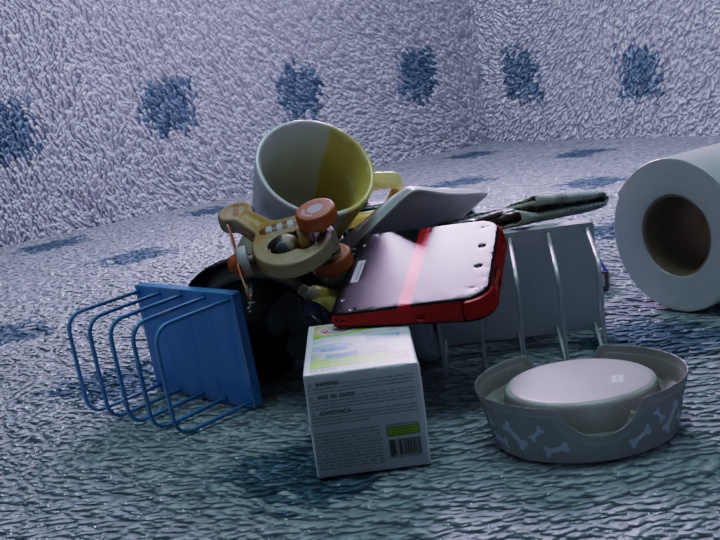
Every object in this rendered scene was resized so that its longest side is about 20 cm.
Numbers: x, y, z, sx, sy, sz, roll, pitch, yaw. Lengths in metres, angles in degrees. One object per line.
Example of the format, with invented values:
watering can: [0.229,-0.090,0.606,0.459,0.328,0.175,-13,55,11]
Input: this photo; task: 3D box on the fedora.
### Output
fedora: [-0.124,0.071,1.381,0.200,0.201,0.092,-8,52,2]

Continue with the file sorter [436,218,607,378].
file sorter: [0.184,0.037,1.325,0.199,0.139,0.125,-7,22,6]

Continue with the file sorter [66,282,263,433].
file sorter: [-0.233,0.102,1.327,0.200,0.139,0.122,3,19,46]

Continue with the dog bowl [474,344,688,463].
dog bowl: [0.211,0.125,1.080,0.199,0.059,0.200,-8,11,2]

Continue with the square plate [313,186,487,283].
square plate: [0.046,-0.050,1.474,0.198,0.029,0.200,-40,-19,28]

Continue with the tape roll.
tape roll: [0.453,-0.059,1.484,0.139,0.204,0.202,-15,13,-34]

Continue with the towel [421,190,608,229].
towel: [0.189,-0.071,1.464,0.192,0.035,0.200,-11,1,44]

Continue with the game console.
game console: [0.069,0.004,1.254,0.176,0.031,0.200,-7,25,15]

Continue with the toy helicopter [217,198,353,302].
toy helicopter: [-0.111,-0.034,1.303,0.132,0.079,0.200,-34,35,-22]

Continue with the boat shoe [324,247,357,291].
boat shoe: [0.000,0.000,1.419,0.067,0.057,0.200,-9,-16,16]

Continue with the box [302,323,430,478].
box: [0.004,0.120,1.142,0.112,0.102,0.200,-7,11,1]

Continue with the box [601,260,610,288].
box: [0.307,-0.001,1.732,0.121,0.033,0.200,-6,12,7]

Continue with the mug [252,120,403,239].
mug: [-0.056,-0.077,1.442,0.186,0.153,0.150,23,52,-1]

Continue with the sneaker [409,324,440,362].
sneaker: [0.059,0.081,1.427,0.071,0.073,0.200,-17,1,3]

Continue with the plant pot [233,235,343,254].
plant pot: [-0.076,0.017,1.570,0.134,0.201,0.200,20,22,24]

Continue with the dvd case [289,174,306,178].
dvd case: [-0.061,-0.115,1.594,0.148,0.016,0.200,-11,-12,-2]

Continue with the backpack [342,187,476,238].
backpack: [0.087,-0.033,1.673,0.199,0.177,0.153,-11,9,9]

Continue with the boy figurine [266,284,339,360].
boy figurine: [-0.017,0.061,1.329,0.124,0.065,0.200,47,28,25]
